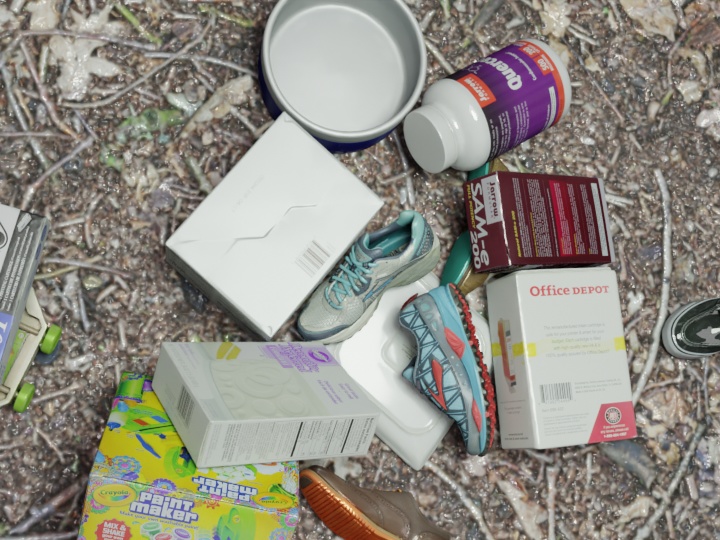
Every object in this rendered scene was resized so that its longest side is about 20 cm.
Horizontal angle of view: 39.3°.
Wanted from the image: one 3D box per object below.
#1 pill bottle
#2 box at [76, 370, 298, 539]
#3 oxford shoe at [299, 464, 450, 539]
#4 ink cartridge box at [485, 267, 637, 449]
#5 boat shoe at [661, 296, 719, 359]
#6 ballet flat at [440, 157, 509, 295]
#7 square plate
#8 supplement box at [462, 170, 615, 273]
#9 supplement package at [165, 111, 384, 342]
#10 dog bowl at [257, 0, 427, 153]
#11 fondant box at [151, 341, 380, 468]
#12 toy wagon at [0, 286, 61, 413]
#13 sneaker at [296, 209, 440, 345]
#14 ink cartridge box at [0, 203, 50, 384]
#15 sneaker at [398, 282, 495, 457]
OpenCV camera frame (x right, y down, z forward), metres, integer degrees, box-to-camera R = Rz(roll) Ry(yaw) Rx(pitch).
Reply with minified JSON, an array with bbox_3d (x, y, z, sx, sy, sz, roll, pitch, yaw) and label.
[{"bbox_3d":[0.151,-0.193,1.205,0.199,0.112,0.113,-30,88,-26],"label":"pill bottle"},{"bbox_3d":[-0.171,0.220,1.027,0.197,0.193,0.124,14,111,-9],"label":"box"},{"bbox_3d":[0.016,0.276,1.148,0.199,0.071,0.073,39,56,-8],"label":"oxford shoe"},{"bbox_3d":[0.236,0.104,1.196,0.143,0.083,0.203,-1,81,-23],"label":"ink cartridge box"},{"bbox_3d":[0.479,0.064,1.272,0.196,0.068,0.075,-7,82,-13],"label":"boat shoe"},{"bbox_3d":[0.153,-0.042,1.220,0.072,0.068,0.203,25,64,-21],"label":"ballet flat"},{"bbox_3d":[0.056,0.096,1.196,0.200,0.028,0.199,41,76,-4],"label":"square plate"},{"bbox_3d":[0.214,-0.055,1.196,0.198,0.060,0.111,0,80,-41],"label":"supplement box"},{"bbox_3d":[-0.099,-0.043,1.142,0.155,0.111,0.201,41,76,-3],"label":"supplement package"},{"bbox_3d":[-0.024,-0.246,1.208,0.197,0.079,0.204,2,80,-11],"label":"dog bowl"},{"bbox_3d":[-0.099,0.134,1.047,0.198,0.144,0.059,4,116,-35],"label":"fondant box"},{"bbox_3d":[-0.407,0.057,1.097,0.153,0.040,0.202,25,76,-8],"label":"toy wagon"},{"bbox_3d":[0.000,0.000,1.154,0.199,0.087,0.078,-40,59,-8],"label":"sneaker"},{"bbox_3d":[-0.402,0.030,1.059,0.093,0.044,0.203,15,78,-8],"label":"ink cartridge box"},{"bbox_3d":[0.098,0.120,1.162,0.094,0.079,0.203,-15,93,16],"label":"sneaker"}]
